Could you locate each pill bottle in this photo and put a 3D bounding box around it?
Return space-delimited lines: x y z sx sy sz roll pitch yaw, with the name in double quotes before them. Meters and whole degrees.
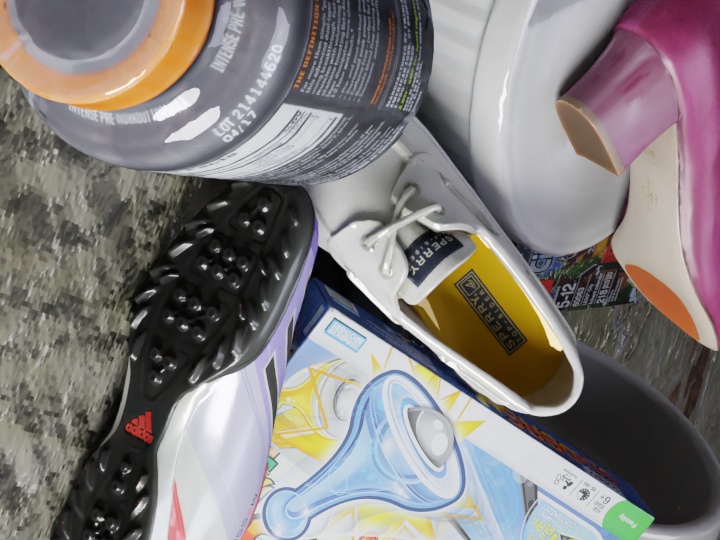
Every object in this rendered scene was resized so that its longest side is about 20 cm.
"pill bottle" -0.051 -0.085 0.707 0.200 0.105 0.107 0 109 -71

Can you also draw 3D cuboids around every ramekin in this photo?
"ramekin" 0.087 -0.118 0.964 0.202 0.094 0.204 -35 138 -38

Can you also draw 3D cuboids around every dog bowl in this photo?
"dog bowl" 0.103 0.099 1.094 0.059 0.199 0.200 -61 167 26

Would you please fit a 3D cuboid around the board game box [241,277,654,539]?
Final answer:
"board game box" 0.018 0.110 0.951 0.136 0.199 0.034 -53 -155 10

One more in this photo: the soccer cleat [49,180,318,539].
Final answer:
"soccer cleat" -0.061 0.057 0.865 0.073 0.068 0.201 20 94 -52

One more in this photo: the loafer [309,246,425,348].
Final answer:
"loafer" 0.000 0.000 1.003 0.068 0.070 0.201 -57 163 -26

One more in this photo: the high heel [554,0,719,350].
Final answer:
"high heel" 0.158 -0.045 0.961 0.096 0.067 0.200 -44 141 -11

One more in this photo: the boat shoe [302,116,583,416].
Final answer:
"boat shoe" 0.022 -0.013 0.875 0.071 0.200 0.070 -41 -163 -2

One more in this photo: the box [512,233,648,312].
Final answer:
"box" 0.151 -0.062 1.199 0.135 0.038 0.201 -8 135 -21
